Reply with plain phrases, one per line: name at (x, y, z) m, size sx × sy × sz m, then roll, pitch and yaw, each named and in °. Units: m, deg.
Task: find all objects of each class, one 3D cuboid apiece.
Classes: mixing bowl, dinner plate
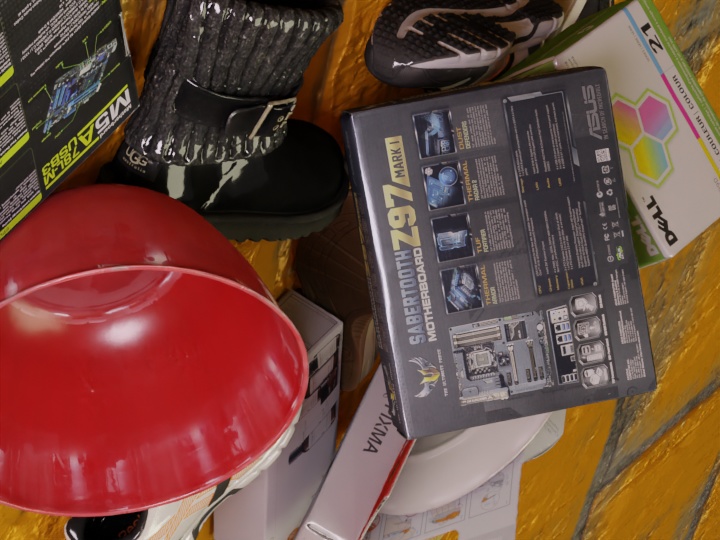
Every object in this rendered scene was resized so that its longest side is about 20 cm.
mixing bowl at (-0.136, 0.028, 1.368) m, size 0.200 × 0.108 × 0.200 m, roll -9°, pitch 139°, yaw -8°
dinner plate at (0.064, 0.086, 1.838) m, size 0.200 × 0.200 × 0.024 m, roll -51°, pitch 122°, yaw -14°

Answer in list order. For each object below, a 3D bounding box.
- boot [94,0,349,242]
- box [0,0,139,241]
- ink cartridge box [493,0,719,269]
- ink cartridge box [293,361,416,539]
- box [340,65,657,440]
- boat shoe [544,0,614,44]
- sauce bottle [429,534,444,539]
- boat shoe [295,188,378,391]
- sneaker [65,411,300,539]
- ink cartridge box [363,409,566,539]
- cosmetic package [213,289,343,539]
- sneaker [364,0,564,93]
boot at (-0.052, -0.099, 1.461) m, size 0.211 × 0.079 × 0.158 m, roll -14°, pitch 132°, yaw -58°
box at (-0.193, -0.084, 1.241) m, size 0.200 × 0.047 × 0.193 m, roll -48°, pitch 158°, yaw -24°
ink cartridge box at (0.134, -0.059, 1.615) m, size 0.200 × 0.148 × 0.076 m, roll -37°, pitch -170°, yaw -40°
ink cartridge box at (0.018, 0.098, 1.723) m, size 0.200 × 0.044 × 0.174 m, roll -63°, pitch 178°, yaw -31°
box at (0.082, -0.011, 1.553) m, size 0.051 × 0.158 × 0.200 m, roll -160°, pitch -121°, yaw -80°
boat shoe at (0.150, -0.137, 1.752) m, size 0.075 × 0.066 × 0.199 m, roll -48°, pitch -164°, yaw 40°
sauce bottle at (0.000, 0.220, 1.998) m, size 0.200 × 0.066 × 0.066 m, roll -40°, pitch 152°, yaw -37°
boat shoe at (0.000, 0.000, 1.718) m, size 0.065 × 0.071 × 0.200 m, roll -48°, pitch 166°, yaw -32°
sneaker at (-0.107, 0.113, 1.614) m, size 0.200 × 0.074 × 0.080 m, roll -56°, pitch 155°, yaw -5°
ink cartridge box at (0.064, 0.147, 1.831) m, size 0.047 × 0.160 × 0.200 m, roll 46°, pitch 36°, yaw -32°
cosmetic package at (-0.056, 0.111, 1.762) m, size 0.083 × 0.051 × 0.200 m, roll -42°, pitch 153°, yaw -31°
sneaker at (0.064, -0.132, 1.663) m, size 0.200 × 0.074 × 0.080 m, roll -18°, pitch 137°, yaw -56°
